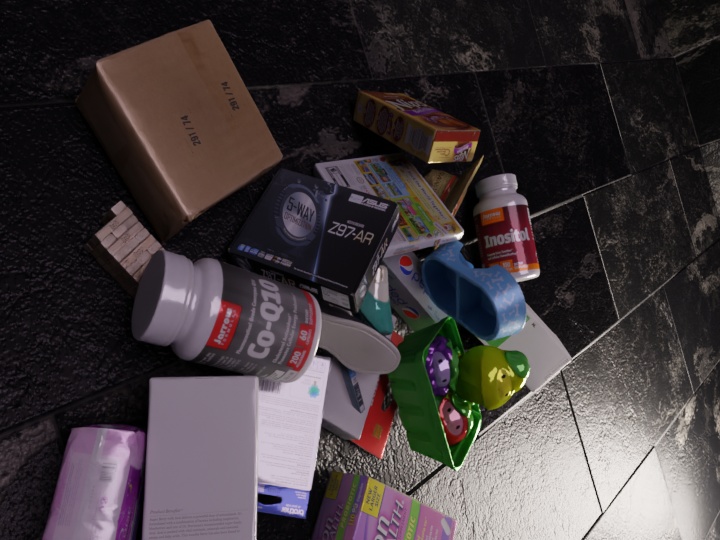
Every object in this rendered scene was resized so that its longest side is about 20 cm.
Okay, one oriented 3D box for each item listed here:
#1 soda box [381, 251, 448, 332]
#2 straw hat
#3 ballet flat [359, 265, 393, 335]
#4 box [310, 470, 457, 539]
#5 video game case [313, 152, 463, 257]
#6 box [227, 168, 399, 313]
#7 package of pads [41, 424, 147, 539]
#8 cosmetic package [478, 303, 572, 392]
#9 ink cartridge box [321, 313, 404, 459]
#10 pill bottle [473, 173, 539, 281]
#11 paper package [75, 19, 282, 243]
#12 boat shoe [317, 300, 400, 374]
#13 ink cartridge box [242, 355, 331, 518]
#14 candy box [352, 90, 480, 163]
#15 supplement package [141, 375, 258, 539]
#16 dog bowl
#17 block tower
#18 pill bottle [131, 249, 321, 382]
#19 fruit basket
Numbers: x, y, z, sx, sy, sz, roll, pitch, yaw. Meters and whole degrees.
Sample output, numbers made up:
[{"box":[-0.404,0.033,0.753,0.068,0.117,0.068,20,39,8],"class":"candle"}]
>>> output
[{"box":[0.076,0.022,0.955,0.201,0.067,0.064,48,54,-21],"class":"soda box"},{"box":[0.136,-0.130,1.004,0.083,0.203,0.203,28,56,8],"class":"straw hat"},{"box":[0.000,0.000,0.848,0.202,0.070,0.067,54,26,12],"class":"ballet flat"},{"box":[0.028,0.413,0.809,0.198,0.095,0.181,35,60,-28],"class":"box"},{"box":[0.042,-0.109,0.894,0.177,0.023,0.203,-13,53,-28],"class":"video game case"},{"box":[-0.061,-0.047,0.786,0.044,0.194,0.163,82,32,-55],"class":"box"},{"box":[-0.268,0.262,0.571,0.073,0.121,0.208,9,73,-10],"class":"package of pads"},{"box":[0.301,0.124,1.085,0.199,0.107,0.086,41,15,-23],"class":"cosmetic package"},{"box":[0.014,0.164,0.887,0.174,0.044,0.205,36,60,-28],"class":"ink cartridge box"},{"box":[0.285,-0.079,1.127,0.110,0.111,0.208,-4,82,-40],"class":"pill bottle"},{"box":[-0.223,-0.179,0.725,0.190,0.102,0.204,-41,106,-39],"class":"paper package"},{"box":[-0.034,0.087,0.812,0.193,0.076,0.061,18,25,-5],"class":"boat shoe"},{"box":[-0.111,0.209,0.751,0.115,0.042,0.207,13,68,-14],"class":"ink cartridge box"},{"box":[0.090,-0.244,0.951,0.114,0.199,0.058,-11,125,-40],"class":"candy box"},{"box":[-0.175,0.227,0.641,0.116,0.120,0.208,2,78,-12],"class":"supplement package"},{"box":[0.165,0.032,0.872,0.048,0.199,0.115,-22,127,-24],"class":"dog bowl"},{"box":[-0.247,0.017,0.692,0.202,0.053,0.058,53,52,-18],"class":"block tower"},{"box":[-0.151,0.055,0.655,0.196,0.112,0.118,21,67,-35],"class":"pill bottle"},{"box":[0.160,0.183,0.887,0.155,0.211,0.221,-37,103,-52],"class":"fruit basket"}]
